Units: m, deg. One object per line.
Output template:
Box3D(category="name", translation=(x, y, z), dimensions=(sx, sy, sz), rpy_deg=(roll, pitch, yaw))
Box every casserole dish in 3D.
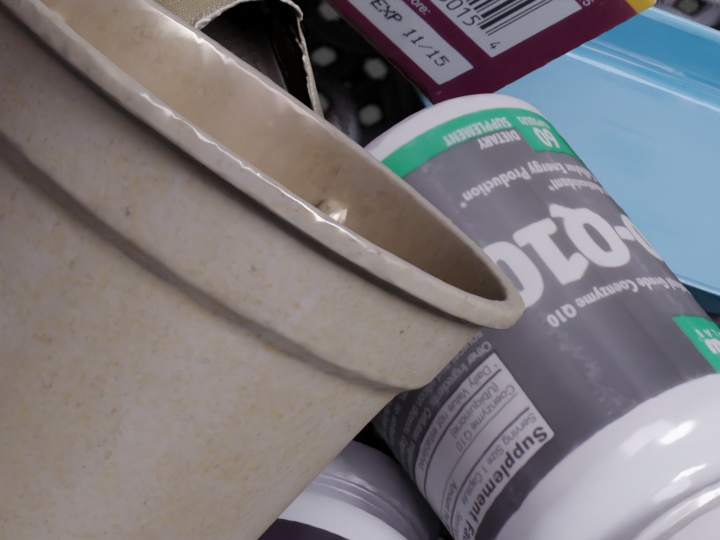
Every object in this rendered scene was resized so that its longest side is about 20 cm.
Box3D(category="casserole dish", translation=(0.112, -0.046, 0.972), dimensions=(0.199, 0.039, 0.122), rpy_deg=(19, 60, -5))

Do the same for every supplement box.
Box3D(category="supplement box", translation=(0.032, -0.184, 0.921), dimensions=(0.131, 0.103, 0.201), rpy_deg=(40, 37, -36))

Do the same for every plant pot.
Box3D(category="plant pot", translation=(-0.085, 0.025, 0.720), dimensions=(0.200, 0.200, 0.184), rpy_deg=(37, 98, 4))

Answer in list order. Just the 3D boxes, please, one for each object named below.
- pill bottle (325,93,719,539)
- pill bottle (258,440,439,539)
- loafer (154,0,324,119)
Box3D(category="pill bottle", translation=(0.069, 0.046, 0.807), dimensions=(0.113, 0.113, 0.200), rpy_deg=(-23, 59, -24))
Box3D(category="pill bottle", translation=(-0.033, 0.150, 0.783), dimensions=(0.112, 0.113, 0.200), rpy_deg=(23, 45, -4))
Box3D(category="loafer", translation=(-0.057, -0.091, 0.873), dimensions=(0.076, 0.067, 0.200), rpy_deg=(-25, 81, -27))
